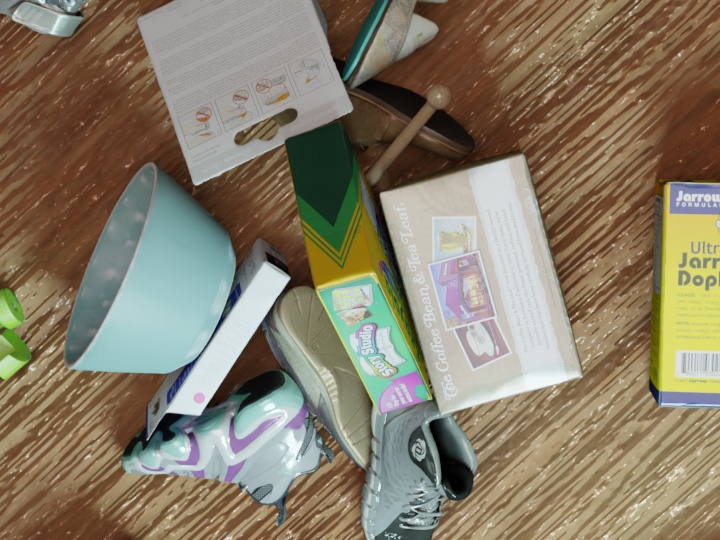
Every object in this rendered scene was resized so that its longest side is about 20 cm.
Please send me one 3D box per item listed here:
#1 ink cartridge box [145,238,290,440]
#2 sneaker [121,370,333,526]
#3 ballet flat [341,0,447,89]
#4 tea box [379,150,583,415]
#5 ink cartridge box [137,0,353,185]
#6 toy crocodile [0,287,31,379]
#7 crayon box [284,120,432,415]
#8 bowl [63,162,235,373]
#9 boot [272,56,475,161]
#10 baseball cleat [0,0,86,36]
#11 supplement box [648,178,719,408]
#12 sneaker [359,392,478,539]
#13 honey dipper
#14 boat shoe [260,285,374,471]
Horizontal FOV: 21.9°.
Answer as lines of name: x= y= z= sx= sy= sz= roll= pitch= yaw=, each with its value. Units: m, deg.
ink cartridge box: x=-0.134 y=0.068 z=1.730 sx=0.037 sy=0.095 sz=0.200 roll=34 pitch=98 yaw=-13
sneaker: x=-0.119 y=0.188 z=1.754 sx=0.199 sy=0.078 sz=0.140 roll=-21 pitch=114 yaw=27
ballet flat: x=0.046 y=-0.246 z=1.692 sx=0.067 sy=0.068 sz=0.201 roll=23 pitch=78 yaw=-11
tea box: x=0.108 y=0.006 z=1.659 sx=0.133 sy=0.197 sz=0.201 roll=-15 pitch=94 yaw=6
ink cartridge box: x=-0.100 y=-0.180 z=1.690 sx=0.162 sy=0.050 sz=0.201 roll=-25 pitch=62 yaw=6
toy crocodile: x=-0.375 y=0.011 z=1.764 sx=0.067 sy=0.062 sz=0.201 roll=-25 pitch=92 yaw=6
crayon box: x=0.000 y=0.000 z=1.634 sx=0.058 sy=0.200 sz=0.173 roll=-18 pitch=52 yaw=6
bowl: x=-0.184 y=0.013 z=1.700 sx=0.105 sy=0.201 sz=0.202 roll=23 pitch=96 yaw=-16
boot: x=0.009 y=-0.137 z=1.727 sx=0.199 sy=0.074 sz=0.076 roll=25 pitch=108 yaw=10
baseball cleat: x=-0.254 y=-0.277 z=1.738 sx=0.199 sy=0.070 sz=0.107 roll=-9 pitch=100 yaw=14
supplement box: x=0.321 y=0.019 z=1.687 sx=0.109 sy=0.109 sz=0.201 roll=1 pitch=95 yaw=5
sneaker: x=0.057 y=0.203 z=1.695 sx=0.075 sy=0.115 sz=0.201 roll=-16 pitch=116 yaw=-29
honey dipper: x=0.021 y=-0.100 z=1.689 sx=0.038 sy=0.038 sz=0.200 roll=40 pitch=127 yaw=1
boat shoe: x=-0.027 y=0.104 z=1.744 sx=0.072 sy=0.065 sz=0.200 roll=-42 pitch=108 yaw=-29
